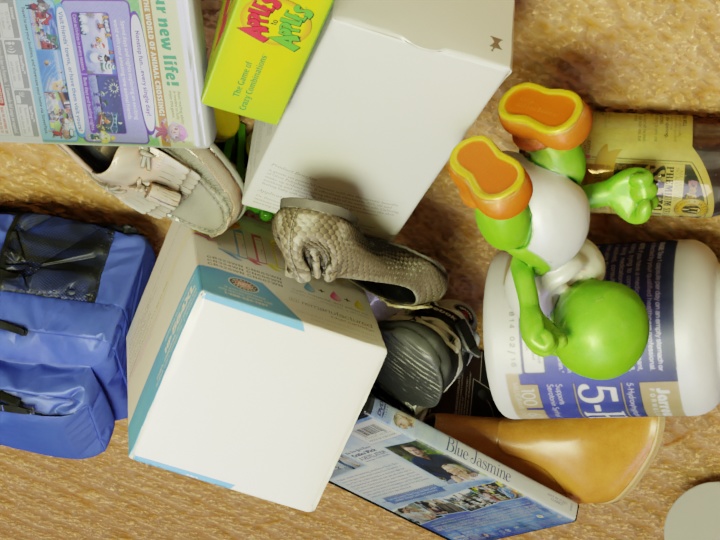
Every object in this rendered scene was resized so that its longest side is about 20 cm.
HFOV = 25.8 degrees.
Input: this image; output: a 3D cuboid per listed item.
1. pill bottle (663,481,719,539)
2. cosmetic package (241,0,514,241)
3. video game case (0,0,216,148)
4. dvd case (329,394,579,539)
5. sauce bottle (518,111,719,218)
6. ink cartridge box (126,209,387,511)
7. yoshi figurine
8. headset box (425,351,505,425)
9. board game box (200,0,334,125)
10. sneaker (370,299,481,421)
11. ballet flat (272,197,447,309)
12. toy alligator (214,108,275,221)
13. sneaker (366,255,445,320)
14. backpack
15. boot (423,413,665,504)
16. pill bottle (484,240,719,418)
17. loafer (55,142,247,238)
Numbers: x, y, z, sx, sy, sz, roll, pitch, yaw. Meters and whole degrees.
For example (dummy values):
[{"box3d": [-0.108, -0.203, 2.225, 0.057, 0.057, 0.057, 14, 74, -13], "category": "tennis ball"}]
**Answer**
[{"box3d": [0.345, 0.276, 1.433, 0.119, 0.120, 0.200, -7, 145, 24], "category": "pill bottle"}, {"box3d": [0.007, -0.107, 0.934, 0.107, 0.085, 0.200, 16, 147, -14], "category": "cosmetic package"}, {"box3d": [-0.180, -0.162, 0.880, 0.181, 0.022, 0.201, 3, 124, 10], "category": "video game case"}, {"box3d": [0.043, 0.153, 1.169, 0.199, 0.018, 0.142, 29, 150, -24], "category": "dvd case"}, {"box3d": [0.198, -0.065, 0.973, 0.199, 0.066, 0.066, 2, 148, 11], "category": "sauce bottle"}, {"box3d": [-0.077, 0.043, 1.050, 0.128, 0.200, 0.126, 18, 110, -17], "category": "ink cartridge box"}, {"box3d": [0.125, -0.007, 0.930, 0.112, 0.112, 0.200, -10, 139, 14], "category": "yoshi figurine"}, {"box3d": [0.041, 0.121, 1.299, 0.199, 0.075, 0.149, 13, 147, -9], "category": "headset box"}, {"box3d": [-0.032, -0.176, 0.815, 0.047, 0.102, 0.200, 15, 148, -11], "category": "board game box"}, {"box3d": [0.045, 0.049, 1.094, 0.074, 0.089, 0.200, 40, 169, 5], "category": "sneaker"}, {"box3d": [0.000, 0.000, 0.977, 0.067, 0.047, 0.200, 6, 170, 24], "category": "ballet flat"}, {"box3d": [-0.072, -0.060, 1.056, 0.199, 0.055, 0.059, 29, 143, -29], "category": "toy alligator"}, {"box3d": [-0.020, 0.063, 1.185, 0.199, 0.116, 0.074, -22, 136, 37], "category": "sneaker"}, {"box3d": [-0.262, 0.039, 1.158, 0.199, 0.169, 0.163, 13, 148, 6], "category": "backpack"}, {"box3d": [0.123, 0.131, 1.175, 0.143, 0.071, 0.201, 18, 143, -16], "category": "boot"}, {"box3d": [0.193, 0.040, 1.077, 0.199, 0.120, 0.120, -3, 147, 18], "category": "pill bottle"}, {"box3d": [-0.162, -0.082, 0.977, 0.200, 0.063, 0.072, 40, 130, -10], "category": "loafer"}]
